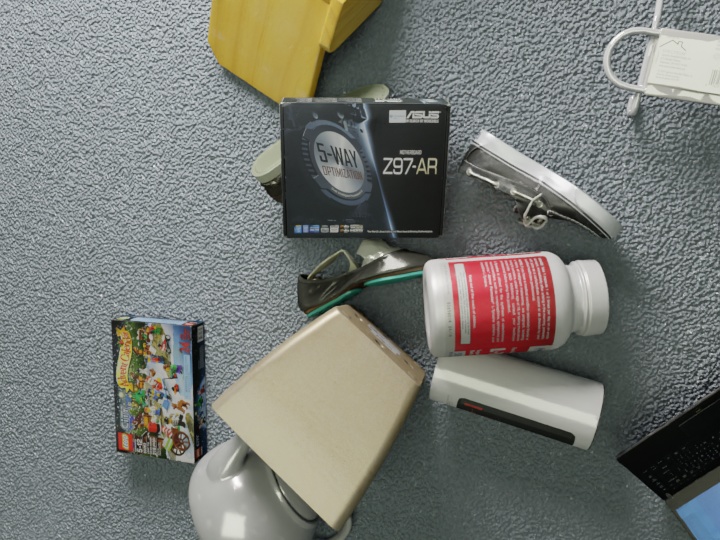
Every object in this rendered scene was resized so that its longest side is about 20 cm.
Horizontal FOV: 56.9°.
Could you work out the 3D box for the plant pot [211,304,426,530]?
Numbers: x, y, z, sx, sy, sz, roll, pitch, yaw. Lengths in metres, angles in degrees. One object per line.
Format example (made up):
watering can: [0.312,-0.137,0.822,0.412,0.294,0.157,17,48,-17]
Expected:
plant pot: [-0.027,0.153,0.819,0.199,0.200,0.178,41,95,8]

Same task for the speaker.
speaker: [0.185,0.145,0.804,0.197,0.081,0.083,16,101,13]

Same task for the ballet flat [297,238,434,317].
ballet flat: [0.000,0.000,0.851,0.197,0.068,0.069,-20,83,18]

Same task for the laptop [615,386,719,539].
laptop: [0.417,0.233,0.729,0.177,0.104,0.199,-41,123,16]

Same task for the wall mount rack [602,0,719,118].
wall mount rack: [0.366,-0.242,0.707,0.197,0.074,0.177,14,104,15]

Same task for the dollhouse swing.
dollhouse swing: [-0.082,-0.346,0.846,0.199,0.176,0.182,34,64,10]

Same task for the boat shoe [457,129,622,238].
boat shoe: [0.203,-0.084,0.771,0.198,0.074,0.069,35,101,10]

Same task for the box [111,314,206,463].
box: [-0.295,0.172,0.975,0.134,0.038,0.204,2,98,16]

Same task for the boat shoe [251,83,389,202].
boat shoe: [-0.042,-0.161,0.845,0.199,0.072,0.061,-32,129,7]

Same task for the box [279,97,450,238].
box: [0.004,-0.122,0.795,0.196,0.044,0.163,0,112,-3]

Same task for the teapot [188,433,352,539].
teapot: [-0.115,0.298,0.869,0.145,0.200,0.199,-32,76,7]

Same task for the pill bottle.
pill bottle: [0.174,0.037,0.767,0.196,0.112,0.114,-4,96,3]
